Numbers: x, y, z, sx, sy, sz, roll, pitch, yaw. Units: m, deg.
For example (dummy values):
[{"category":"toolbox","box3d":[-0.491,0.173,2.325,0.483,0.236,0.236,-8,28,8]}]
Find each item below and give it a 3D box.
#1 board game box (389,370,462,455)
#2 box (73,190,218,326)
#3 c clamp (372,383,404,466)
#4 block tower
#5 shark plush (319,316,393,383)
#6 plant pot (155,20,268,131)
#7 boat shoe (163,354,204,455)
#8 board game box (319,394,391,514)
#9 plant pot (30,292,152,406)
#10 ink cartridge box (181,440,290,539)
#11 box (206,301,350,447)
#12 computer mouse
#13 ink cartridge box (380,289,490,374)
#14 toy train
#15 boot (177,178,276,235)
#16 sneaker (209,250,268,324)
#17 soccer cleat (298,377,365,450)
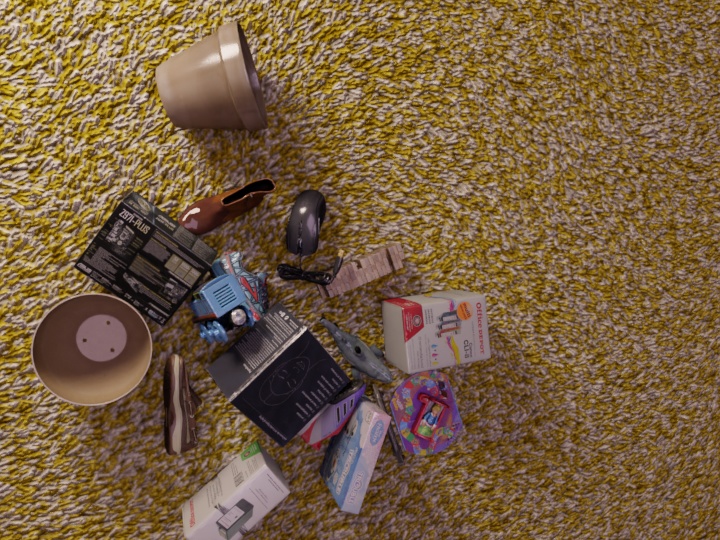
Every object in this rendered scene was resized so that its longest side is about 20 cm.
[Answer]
[{"category":"board game box","box3d":[0.160,0.337,1.391,0.157,0.039,0.201,-20,99,-15]},{"category":"box","box3d":[-0.404,-0.022,1.145,0.200,0.086,0.164,37,103,-16]},{"category":"c clamp","box3d":[0.059,0.341,1.318,0.027,0.171,0.201,-19,87,0]},{"category":"block tower","box3d":[0.000,0.000,1.313,0.199,0.058,0.054,-23,99,-13]},{"category":"shark plush","box3d":[-0.005,0.166,1.307,0.091,0.083,0.201,-36,103,-12]},{"category":"plant pot","box3d":[-0.286,-0.350,1.149,0.172,0.200,0.201,-15,98,1]},{"category":"boat shoe","box3d":[-0.357,0.268,1.218,0.074,0.075,0.204,-1,100,-31]},{"category":"board game box","box3d":[-0.016,0.369,1.256,0.043,0.199,0.201,20,87,-17]},{"category":"plant pot","box3d":[-0.493,0.136,1.127,0.199,0.134,0.202,-1,94,-18]},{"category":"ink cartridge box","box3d":[-0.255,0.463,1.216,0.200,0.146,0.084,-40,105,-10]},{"category":"box","box3d":[-0.160,0.210,1.205,0.197,0.124,0.200,-44,132,-12]},{"category":"computer mouse","box3d":[-0.096,-0.068,1.251,0.140,0.046,0.201,15,88,15]},{"category":"ink cartridge box","box3d":[0.165,0.129,1.326,0.199,0.145,0.146,-8,95,-18]},{"category":"toy train","box3d":[-0.275,0.074,1.160,0.086,0.200,0.115,-31,98,-28]},{"category":"boot","box3d":[-0.261,-0.117,1.148,0.187,0.200,0.069,-19,99,-15]},{"category":"sneaker","box3d":[-0.219,0.046,1.236,0.095,0.079,0.200,-40,104,-13]},{"category":"soccer cleat","box3d":[-0.051,0.305,1.275,0.200,0.068,0.073,-42,91,20]}]
